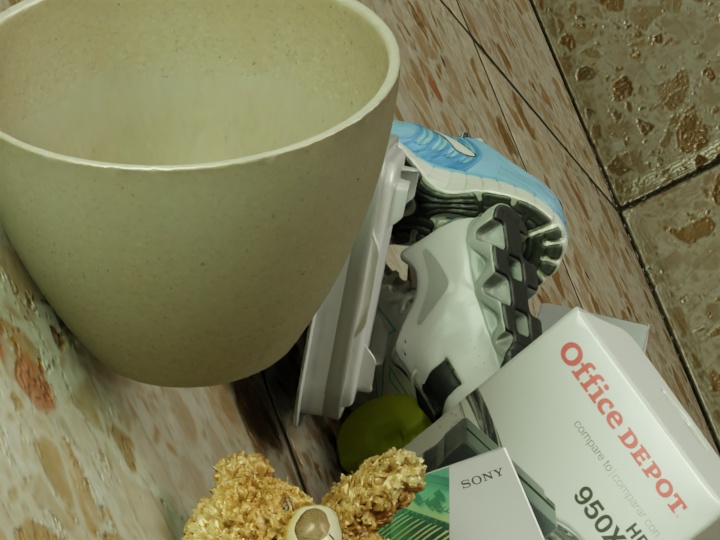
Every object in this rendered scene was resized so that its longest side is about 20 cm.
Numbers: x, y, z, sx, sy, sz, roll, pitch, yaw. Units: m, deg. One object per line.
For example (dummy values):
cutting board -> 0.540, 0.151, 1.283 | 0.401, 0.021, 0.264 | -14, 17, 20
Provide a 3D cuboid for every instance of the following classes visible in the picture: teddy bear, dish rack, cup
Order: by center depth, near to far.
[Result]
cup -> -0.081, -0.033, 1.281 | 0.201, 0.199, 0.144 | -96, -175, -59
teddy bear -> 0.006, 0.161, 1.339 | 0.067, 0.145, 0.200 | 0, -47, 54
dish rack -> 0.000, 0.000, 1.600 | 0.200, 0.043, 0.173 | -56, 158, -83

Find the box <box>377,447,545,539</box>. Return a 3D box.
box -> 0.048, 0.204, 1.427 | 0.201, 0.144, 0.036 | 66, -27, 14

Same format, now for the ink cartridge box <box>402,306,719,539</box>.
ink cartridge box -> 0.095, 0.139, 1.529 | 0.145, 0.200, 0.084 | 54, 11, 21

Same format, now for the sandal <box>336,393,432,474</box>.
sandal -> 0.048, 0.169, 1.653 | 0.087, 0.079, 0.201 | 58, 14, -49

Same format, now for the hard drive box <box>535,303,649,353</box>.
hard drive box -> 0.124, 0.140, 1.780 | 0.200, 0.076, 0.157 | -68, 167, -58

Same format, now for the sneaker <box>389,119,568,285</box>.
sneaker -> 0.037, -0.053, 1.739 | 0.199, 0.079, 0.090 | 26, 25, 4

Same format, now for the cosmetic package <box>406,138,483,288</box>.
cosmetic package -> 0.063, 0.038, 1.841 | 0.151, 0.051, 0.201 | -104, -167, -51

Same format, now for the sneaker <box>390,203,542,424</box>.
sneaker -> 0.063, 0.067, 1.654 | 0.074, 0.088, 0.201 | 33, 46, -54

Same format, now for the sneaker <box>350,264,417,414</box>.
sneaker -> 0.015, 0.028, 1.743 | 0.070, 0.080, 0.201 | -17, 78, -51
